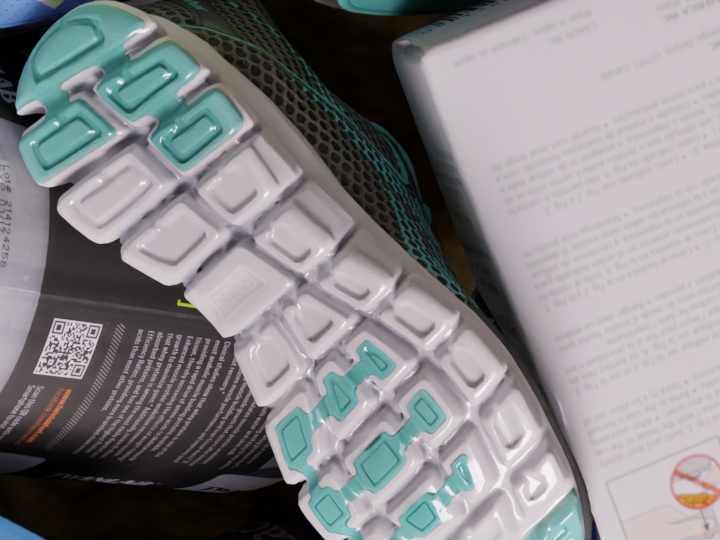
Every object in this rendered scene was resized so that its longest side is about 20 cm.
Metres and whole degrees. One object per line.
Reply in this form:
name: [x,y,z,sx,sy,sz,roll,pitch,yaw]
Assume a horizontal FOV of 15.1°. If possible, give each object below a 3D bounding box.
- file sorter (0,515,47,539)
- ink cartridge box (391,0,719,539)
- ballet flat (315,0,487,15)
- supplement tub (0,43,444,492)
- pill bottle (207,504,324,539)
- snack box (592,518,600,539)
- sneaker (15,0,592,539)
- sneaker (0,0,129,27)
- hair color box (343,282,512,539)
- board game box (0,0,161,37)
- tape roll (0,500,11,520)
file sorter: [-0.182,0.118,0.768,0.139,0.123,0.200,32,158,-25]
ink cartridge box: [0.118,0.001,0.748,0.160,0.047,0.200,-22,101,-7]
ballet flat: [0.049,-0.100,0.784,0.200,0.064,0.067,6,141,-49]
supplement tub: [-0.075,0.002,0.803,0.200,0.123,0.123,11,134,-44]
pill bottle: [-0.039,0.149,0.935,0.200,0.116,0.116,-19,139,-26]
snack box: [0.111,0.103,0.958,0.072,0.024,0.200,7,141,-18]
sneaker: [0.000,0.000,0.729,0.078,0.091,0.200,-35,94,30]
sneaker: [-0.121,-0.107,0.686,0.200,0.076,0.105,9,132,-19]
hair color box: [0.049,0.041,0.803,0.060,0.200,0.100,29,173,5]
board game box: [-0.119,-0.148,0.728,0.199,0.041,0.200,-9,134,0]
tape roll: [-0.220,0.130,0.965,0.200,0.066,0.200,-5,135,-6]
